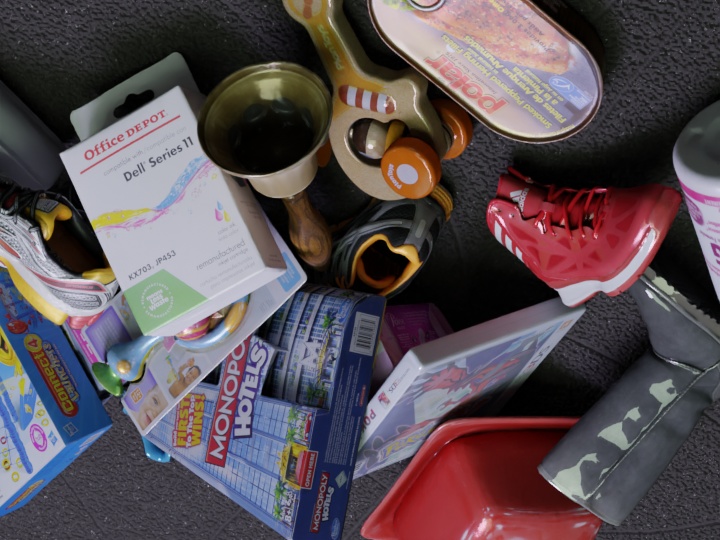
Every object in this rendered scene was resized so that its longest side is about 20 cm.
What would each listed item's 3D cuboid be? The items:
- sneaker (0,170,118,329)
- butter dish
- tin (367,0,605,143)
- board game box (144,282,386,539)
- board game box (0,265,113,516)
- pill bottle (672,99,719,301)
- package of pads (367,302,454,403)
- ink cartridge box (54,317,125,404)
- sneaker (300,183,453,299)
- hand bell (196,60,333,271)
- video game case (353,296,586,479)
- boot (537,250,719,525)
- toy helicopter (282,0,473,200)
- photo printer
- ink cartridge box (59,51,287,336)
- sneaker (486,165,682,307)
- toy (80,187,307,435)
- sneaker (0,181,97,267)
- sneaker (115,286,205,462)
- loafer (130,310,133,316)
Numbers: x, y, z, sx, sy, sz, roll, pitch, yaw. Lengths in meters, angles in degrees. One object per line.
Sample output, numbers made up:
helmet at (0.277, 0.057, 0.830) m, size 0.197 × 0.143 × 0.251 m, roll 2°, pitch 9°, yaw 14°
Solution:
sneaker at (-0.270, -0.045, 1.507) m, size 0.199 × 0.078 × 0.082 m, roll 38°, pitch 136°, yaw -8°
butter dish at (0.131, 0.228, 1.652) m, size 0.198 × 0.149 × 0.200 m, roll 2°, pitch 142°, yaw -28°
tin at (0.095, -0.175, 1.408) m, size 0.199 × 0.042 × 0.112 m, roll 38°, pitch 127°, yaw -17°
board game box at (-0.085, 0.104, 1.549) m, size 0.199 × 0.202 × 0.061 m, roll 8°, pitch 176°, yaw 43°
board game box at (-0.330, 0.101, 1.700) m, size 0.200 × 0.056 × 0.197 m, roll -40°, pitch 77°, yaw 46°
pill bottle at (0.312, -0.025, 1.421) m, size 0.112 × 0.114 × 0.201 m, roll -8°, pitch 128°, yaw 24°
package of pads at (-0.017, 0.106, 1.620) m, size 0.199 × 0.120 × 0.076 m, roll -36°, pitch 73°, yaw 28°
ink cartridge box at (-0.272, 0.076, 1.702) m, size 0.120 × 0.042 × 0.200 m, roll 59°, pitch 139°, yaw 10°
sneaker at (0.000, 0.000, 1.570) m, size 0.078 × 0.078 × 0.200 m, roll 30°, pitch 134°, yaw -12°
hand bell at (-0.051, -0.061, 1.474) m, size 0.103 × 0.105 × 0.201 m, roll 3°, pitch 149°, yaw 15°
video game case at (0.076, 0.100, 1.574) m, size 0.023 × 0.199 × 0.183 m, roll 55°, pitch 136°, yaw 20°
boot at (0.217, 0.096, 1.547) m, size 0.182 × 0.073 × 0.200 m, roll 41°, pitch 111°, yaw -19°
toy helicopter at (-0.010, -0.143, 1.462) m, size 0.131 × 0.079 × 0.201 m, roll -11°, pitch 117°, yaw 37°
photo printer at (-0.366, -0.119, 1.583) m, size 0.166 × 0.070 × 0.200 m, roll -29°, pitch 117°, yaw 35°
ink cartridge box at (-0.154, -0.063, 1.478) m, size 0.116 × 0.067 × 0.201 m, roll -28°, pitch 82°, yaw 12°
sneaker at (0.158, -0.037, 1.455) m, size 0.115 × 0.079 × 0.200 m, roll 32°, pitch 154°, yaw -7°
toy at (-0.147, 0.027, 1.538) m, size 0.200 × 0.116 × 0.047 m, roll -45°, pitch 153°, yaw 20°
sneaker at (-0.241, -0.050, 1.582) m, size 0.198 × 0.071 × 0.099 m, roll -7°, pitch 159°, yaw 15°
sneaker at (-0.186, 0.083, 1.701) m, size 0.072 × 0.082 × 0.201 m, roll -2°, pitch 129°, yaw 23°
loafer at (-0.116, 0.047, 1.660) m, size 0.073 × 0.072 × 0.199 m, roll -36°, pitch 130°, yaw 23°
